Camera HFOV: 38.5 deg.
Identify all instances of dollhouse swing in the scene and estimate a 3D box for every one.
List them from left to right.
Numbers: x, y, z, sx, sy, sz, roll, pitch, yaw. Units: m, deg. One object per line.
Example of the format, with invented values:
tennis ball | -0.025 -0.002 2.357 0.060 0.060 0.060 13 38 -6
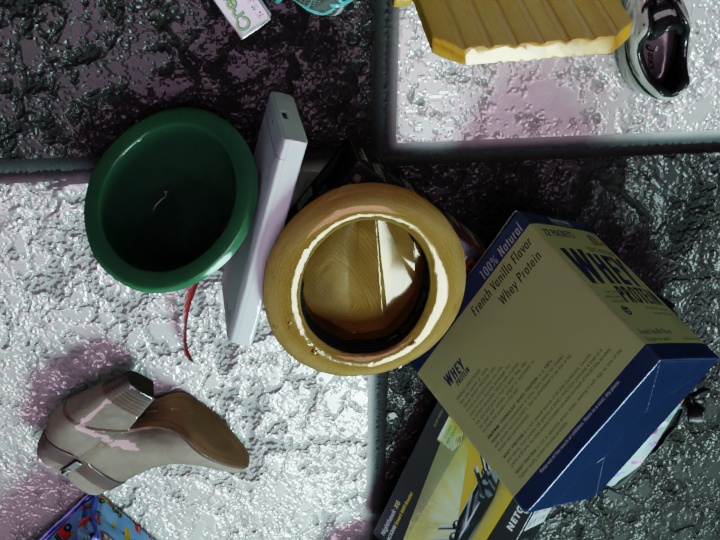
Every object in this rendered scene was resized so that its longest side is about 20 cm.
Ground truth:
dollhouse swing | 0.127 -0.288 0.855 0.197 0.176 0.184 -5 118 -6

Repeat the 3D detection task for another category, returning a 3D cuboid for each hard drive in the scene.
hard drive | -0.093 -0.050 0.960 0.026 0.132 0.202 10 114 -16

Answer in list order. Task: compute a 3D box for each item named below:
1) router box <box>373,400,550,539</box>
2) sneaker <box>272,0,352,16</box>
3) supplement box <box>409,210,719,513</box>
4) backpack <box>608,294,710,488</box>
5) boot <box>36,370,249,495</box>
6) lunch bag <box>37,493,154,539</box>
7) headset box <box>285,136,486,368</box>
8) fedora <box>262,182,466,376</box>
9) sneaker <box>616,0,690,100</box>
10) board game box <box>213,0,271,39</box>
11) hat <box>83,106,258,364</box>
router box | 0.117 0.261 1.140 0.052 0.157 0.202 -4 124 -49
sneaker | -0.017 -0.255 0.863 0.078 0.199 0.092 -43 137 -27
supplement box | 0.190 0.086 0.998 0.133 0.200 0.201 5 128 -49
backpack | 0.269 0.136 1.115 0.125 0.168 0.201 18 124 -11
boot | -0.238 0.192 1.102 0.146 0.070 0.200 -41 115 19
lunch bag | -0.317 0.372 1.146 0.199 0.094 0.151 -39 116 3
headset box | 0.022 -0.010 1.032 0.199 0.077 0.149 36 106 -22
fedora | 0.000 0.000 0.945 0.198 0.082 0.203 -4 121 -7
sneaker | 0.273 -0.253 0.946 0.075 0.088 0.202 -18 117 2
board game box | -0.145 -0.292 0.834 0.034 0.127 0.201 -33 117 7
hat | -0.162 -0.042 1.010 0.199 0.176 0.166 -36 73 6
